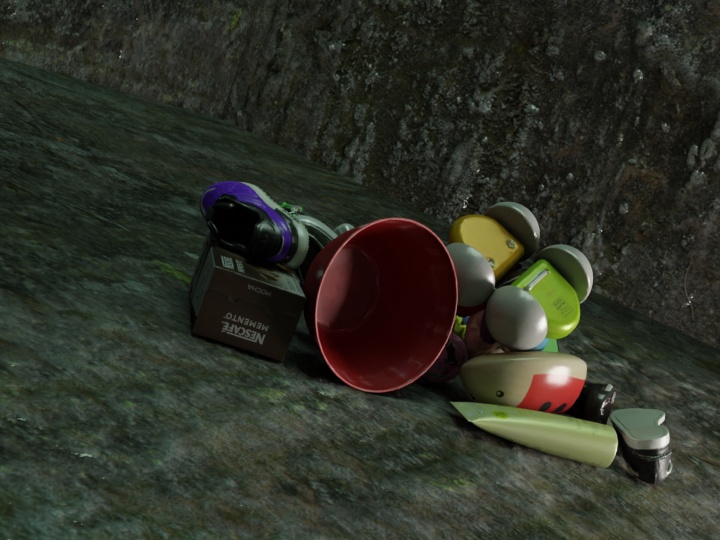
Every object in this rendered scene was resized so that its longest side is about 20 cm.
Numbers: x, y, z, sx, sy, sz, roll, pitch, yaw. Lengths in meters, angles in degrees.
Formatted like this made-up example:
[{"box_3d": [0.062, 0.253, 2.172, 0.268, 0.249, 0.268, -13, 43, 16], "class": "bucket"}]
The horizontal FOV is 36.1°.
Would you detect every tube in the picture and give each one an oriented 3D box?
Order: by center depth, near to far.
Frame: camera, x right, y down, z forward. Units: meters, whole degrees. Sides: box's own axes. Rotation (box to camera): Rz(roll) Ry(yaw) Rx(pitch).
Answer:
[{"box_3d": [0.205, 0.187, 1.301, 0.196, 0.058, 0.053, 15, 55, -13], "class": "tube"}]

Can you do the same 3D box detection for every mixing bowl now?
[{"box_3d": [0.006, 0.030, 1.299, 0.198, 0.204, 0.108, 15, 2, -35], "class": "mixing bowl"}]

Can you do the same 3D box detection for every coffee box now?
[{"box_3d": [-0.138, 0.027, 1.304, 0.111, 0.081, 0.200, 20, 9, -13], "class": "coffee box"}]

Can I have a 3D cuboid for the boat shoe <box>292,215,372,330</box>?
[{"box_3d": [-0.033, 0.022, 1.380, 0.201, 0.070, 0.064, 56, 14, -13], "class": "boat shoe"}]

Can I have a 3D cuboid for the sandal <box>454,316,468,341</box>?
[{"box_3d": [0.164, 0.062, 1.620, 0.201, 0.087, 0.080, 51, -8, 6], "class": "sandal"}]

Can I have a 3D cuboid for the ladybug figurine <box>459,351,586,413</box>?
[{"box_3d": [0.208, 0.144, 1.386, 0.198, 0.073, 0.135, 6, -15, -41], "class": "ladybug figurine"}]

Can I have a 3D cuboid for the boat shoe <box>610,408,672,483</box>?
[{"box_3d": [0.367, 0.222, 1.434, 0.072, 0.062, 0.200, -6, 5, 5], "class": "boat shoe"}]

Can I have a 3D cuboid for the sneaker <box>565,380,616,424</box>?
[{"box_3d": [0.282, 0.176, 1.498, 0.114, 0.077, 0.200, 19, -3, 15], "class": "sneaker"}]

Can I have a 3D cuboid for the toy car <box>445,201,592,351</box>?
[{"box_3d": [0.183, 0.027, 1.408, 0.199, 0.151, 0.174, 40, 48, 15], "class": "toy car"}]

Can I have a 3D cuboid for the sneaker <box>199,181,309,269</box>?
[{"box_3d": [-0.153, -0.067, 1.339, 0.098, 0.071, 0.199, 10, 13, -44], "class": "sneaker"}]

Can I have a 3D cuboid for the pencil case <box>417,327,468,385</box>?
[{"box_3d": [0.090, 0.069, 1.467, 0.081, 0.088, 0.201, 1, 27, -5], "class": "pencil case"}]

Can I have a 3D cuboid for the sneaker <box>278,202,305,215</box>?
[{"box_3d": [-0.128, -0.069, 1.867, 0.077, 0.087, 0.200, 18, 10, -18], "class": "sneaker"}]

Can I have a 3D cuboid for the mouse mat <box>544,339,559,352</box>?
[{"box_3d": [0.235, 0.088, 1.622, 0.159, 0.203, 0.007, 15, -34, -36], "class": "mouse mat"}]

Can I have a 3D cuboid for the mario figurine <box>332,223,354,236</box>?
[{"box_3d": [0.000, 0.000, 1.468, 0.121, 0.108, 0.199, 10, -8, -23], "class": "mario figurine"}]

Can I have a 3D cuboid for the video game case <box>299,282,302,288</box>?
[{"box_3d": [0.030, 0.067, 1.604, 0.197, 0.036, 0.181, 16, 12, -32], "class": "video game case"}]

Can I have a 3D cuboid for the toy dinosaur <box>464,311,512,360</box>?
[{"box_3d": [0.176, 0.073, 1.531, 0.133, 0.204, 0.086, 11, -10, 4], "class": "toy dinosaur"}]
